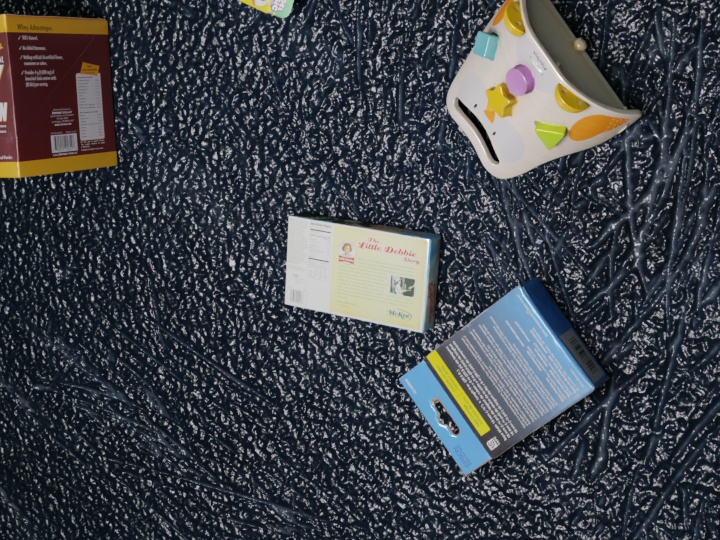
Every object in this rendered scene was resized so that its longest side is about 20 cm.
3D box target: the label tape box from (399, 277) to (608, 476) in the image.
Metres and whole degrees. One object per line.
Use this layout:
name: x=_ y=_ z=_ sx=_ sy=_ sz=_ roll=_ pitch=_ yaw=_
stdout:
label tape box: x=0.165 y=0.124 z=1.356 sx=0.200 sy=0.063 sz=0.145 roll=-39 pitch=81 yaw=28

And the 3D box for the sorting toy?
sorting toy: x=0.175 y=-0.194 z=1.287 sx=0.201 sy=0.106 sz=0.180 roll=56 pitch=138 yaw=8

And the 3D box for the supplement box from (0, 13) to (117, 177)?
supplement box: x=-0.442 y=-0.232 z=1.540 sx=0.132 sy=0.197 sz=0.202 roll=2 pitch=100 yaw=27

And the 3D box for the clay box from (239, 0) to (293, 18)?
clay box: x=-0.145 y=-0.398 z=1.433 sx=0.199 sy=0.048 sz=0.116 roll=28 pitch=112 yaw=20

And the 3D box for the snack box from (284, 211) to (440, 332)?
snack box: x=0.000 y=0.000 z=1.437 sx=0.198 sy=0.037 sz=0.118 roll=11 pitch=105 yaw=26
